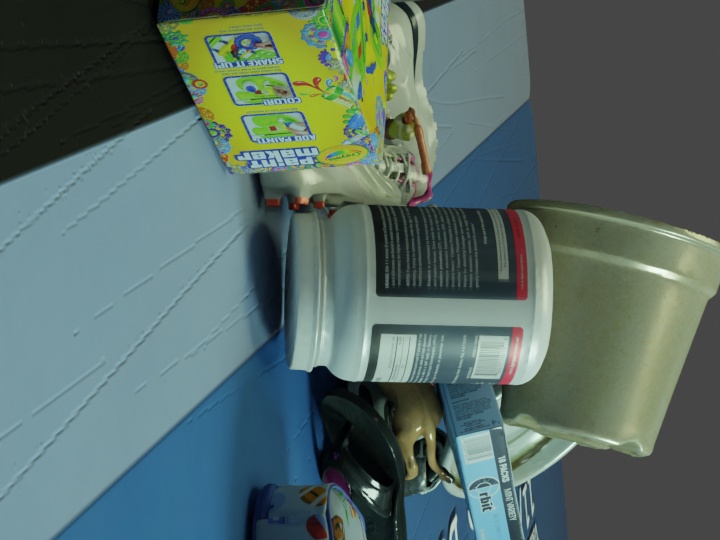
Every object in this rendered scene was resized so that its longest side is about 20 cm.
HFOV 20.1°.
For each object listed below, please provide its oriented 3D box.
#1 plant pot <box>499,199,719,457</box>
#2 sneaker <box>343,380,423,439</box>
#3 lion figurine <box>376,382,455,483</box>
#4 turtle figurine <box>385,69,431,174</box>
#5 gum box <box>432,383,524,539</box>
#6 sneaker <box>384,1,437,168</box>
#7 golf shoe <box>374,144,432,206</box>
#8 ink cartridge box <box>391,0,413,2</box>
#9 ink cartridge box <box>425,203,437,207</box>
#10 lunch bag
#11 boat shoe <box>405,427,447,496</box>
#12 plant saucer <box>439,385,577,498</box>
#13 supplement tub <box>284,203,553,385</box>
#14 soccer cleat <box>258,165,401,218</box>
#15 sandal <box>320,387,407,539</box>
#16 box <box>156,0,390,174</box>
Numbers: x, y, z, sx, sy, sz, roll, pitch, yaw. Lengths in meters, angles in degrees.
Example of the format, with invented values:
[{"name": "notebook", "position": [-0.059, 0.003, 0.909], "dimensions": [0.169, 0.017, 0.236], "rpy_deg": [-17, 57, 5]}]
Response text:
[{"name": "plant pot", "position": [0.201, 0.055, 1.716], "dimensions": [0.200, 0.200, 0.184], "rpy_deg": [36, 66, -74]}, {"name": "sneaker", "position": [0.030, 0.129, 1.866], "dimensions": [0.200, 0.079, 0.074], "rpy_deg": [-30, 118, -75]}, {"name": "lion figurine", "position": [0.027, 0.087, 1.727], "dimensions": [0.200, 0.072, 0.123], "rpy_deg": [50, -20, 11]}, {"name": "turtle figurine", "position": [-0.002, -0.167, 1.797], "dimensions": [0.200, 0.064, 0.161], "rpy_deg": [52, 11, -5]}, {"name": "gum box", "position": [0.091, 0.116, 1.765], "dimensions": [0.170, 0.044, 0.200], "rpy_deg": [76, 0, -47]}, {"name": "sneaker", "position": [0.022, -0.162, 1.964], "dimensions": [0.080, 0.076, 0.201], "rpy_deg": [-40, 126, -54]}, {"name": "golf shoe", "position": [0.009, -0.093, 1.806], "dimensions": [0.200, 0.091, 0.076], "rpy_deg": [24, 65, -75]}, {"name": "ink cartridge box", "position": [0.072, -0.299, 1.888], "dimensions": [0.145, 0.199, 0.084], "rpy_deg": [-51, 137, -72]}, {"name": "ink cartridge box", "position": [0.100, 0.053, 2.041], "dimensions": [0.145, 0.084, 0.200], "rpy_deg": [46, -13, 34]}, {"name": "lunch bag", "position": [-0.035, 0.270, 1.543], "dimensions": [0.160, 0.075, 0.201], "rpy_deg": [66, 23, -64]}, {"name": "boat shoe", "position": [0.059, 0.185, 2.004], "dimensions": [0.199, 0.068, 0.074], "rpy_deg": [1, 86, -78]}, {"name": "plant saucer", "position": [0.151, 0.137, 1.963], "dimensions": [0.050, 0.200, 0.200], "rpy_deg": [53, -6, 31]}, {"name": "supplement tub", "position": [0.043, 0.019, 1.604], "dimensions": [0.140, 0.199, 0.141], "rpy_deg": [-178, -90, -83]}, {"name": "soccer cleat", "position": [-0.020, -0.084, 1.661], "dimensions": [0.200, 0.069, 0.078], "rpy_deg": [9, 81, -64]}, {"name": "sandal", "position": [0.001, 0.187, 1.750], "dimensions": [0.048, 0.075, 0.201], "rpy_deg": [-47, 140, -37]}, {"name": "box", "position": [-0.055, -0.206, 1.467], "dimensions": [0.193, 0.121, 0.201], "rpy_deg": [67, 22, -57]}]
